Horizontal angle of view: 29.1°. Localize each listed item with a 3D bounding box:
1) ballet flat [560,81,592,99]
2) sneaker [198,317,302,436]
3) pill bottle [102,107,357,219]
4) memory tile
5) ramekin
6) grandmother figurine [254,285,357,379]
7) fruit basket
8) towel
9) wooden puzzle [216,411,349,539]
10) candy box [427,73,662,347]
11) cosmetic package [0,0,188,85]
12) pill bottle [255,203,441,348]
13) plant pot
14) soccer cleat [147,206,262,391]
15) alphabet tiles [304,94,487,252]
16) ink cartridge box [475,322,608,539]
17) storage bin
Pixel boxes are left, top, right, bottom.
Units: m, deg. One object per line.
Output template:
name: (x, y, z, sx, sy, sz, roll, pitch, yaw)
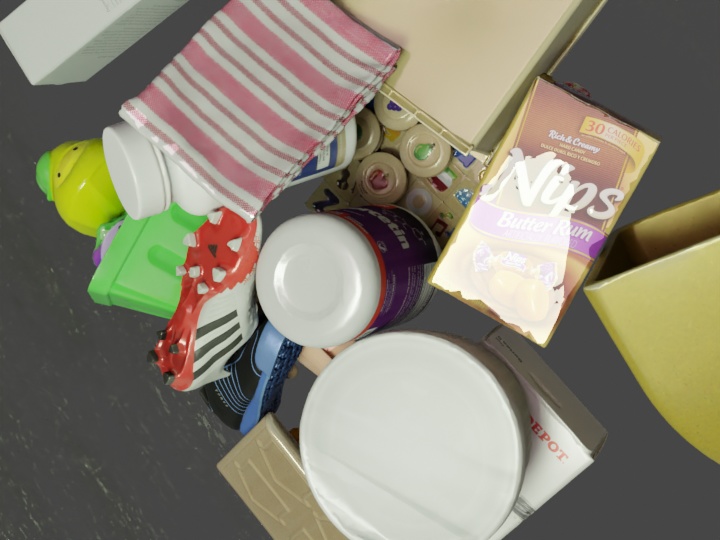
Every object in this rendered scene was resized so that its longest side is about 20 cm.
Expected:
ballet flat: (0.152, -0.069, 1.226, 0.075, 0.064, 0.200, 24, 108, 1)
sneaker: (-0.109, 0.091, 1.310, 0.078, 0.070, 0.200, 34, 143, 8)
pill bottle: (-0.113, -0.112, 1.190, 0.200, 0.111, 0.111, -20, 94, -22)
memory tile: (0.023, -0.174, 1.271, 0.153, 0.017, 0.200, -31, 84, 20)
ramekin: (0.055, 0.143, 1.194, 0.202, 0.094, 0.203, 3, 99, 22)
grandmother figurine: (-0.060, 0.055, 1.329, 0.200, 0.061, 0.121, 36, 115, 10)
fruit basket: (-0.213, -0.068, 1.296, 0.215, 0.156, 0.216, 1, 83, -8)
towel: (-0.080, -0.152, 1.128, 0.146, 0.030, 0.200, 38, 71, 10)
wooden puzzle: (-0.047, 0.226, 1.320, 0.185, 0.046, 0.200, 51, 153, 5)
candy box: (0.154, -0.051, 1.167, 0.116, 0.056, 0.200, 29, 104, 7)
cosmetic package: (-0.233, -0.259, 1.312, 0.200, 0.101, 0.071, -33, 87, 21)
pill bottle: (0.000, 0.000, 1.210, 0.112, 0.200, 0.113, 3, 97, 25)
plant pot: (0.319, 0.044, 1.125, 0.195, 0.194, 0.200, -22, 98, 22)
soccer cleat: (-0.119, 0.022, 1.207, 0.069, 0.085, 0.200, 46, 125, 35)
alphabet tiles: (0.042, -0.099, 1.292, 0.166, 0.006, 0.200, 44, 111, 8)
ink cartridge box: (0.105, 0.167, 1.276, 0.146, 0.084, 0.200, 48, 113, 6)
storage bin: (0.083, -0.230, 1.190, 0.198, 0.094, 0.200, 38, 102, 10)
